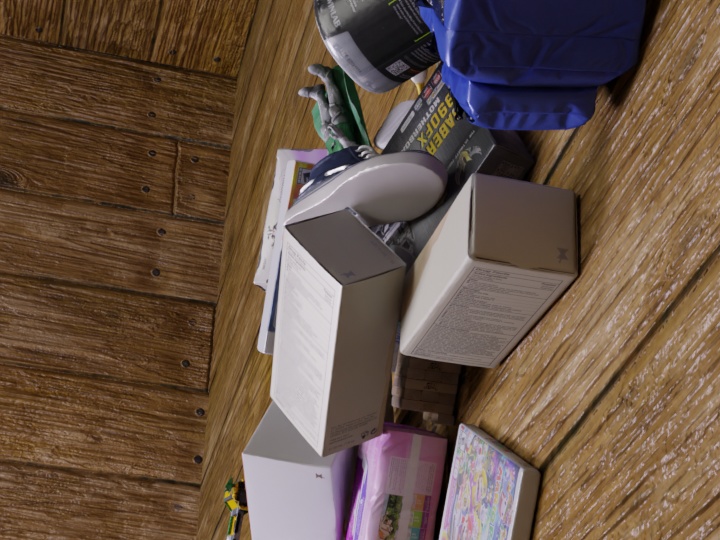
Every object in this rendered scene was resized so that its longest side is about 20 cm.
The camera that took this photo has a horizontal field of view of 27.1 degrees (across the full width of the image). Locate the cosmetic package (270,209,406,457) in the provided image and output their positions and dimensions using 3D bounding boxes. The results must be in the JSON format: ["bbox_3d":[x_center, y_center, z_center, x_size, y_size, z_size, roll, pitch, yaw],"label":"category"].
[{"bbox_3d":[-0.024,0.058,1.367,0.104,0.073,0.201,46,140,40],"label":"cosmetic package"}]

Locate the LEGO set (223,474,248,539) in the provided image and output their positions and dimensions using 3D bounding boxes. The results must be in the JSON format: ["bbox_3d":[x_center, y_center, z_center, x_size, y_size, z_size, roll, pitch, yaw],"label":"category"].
[{"bbox_3d":[-0.061,0.295,1.606,0.116,0.199,0.154,-38,30,63],"label":"LEGO set"}]

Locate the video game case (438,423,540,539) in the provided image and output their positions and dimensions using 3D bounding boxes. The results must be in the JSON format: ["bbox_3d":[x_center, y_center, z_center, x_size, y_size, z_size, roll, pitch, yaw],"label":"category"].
[{"bbox_3d":[0.103,0.217,1.259,0.200,0.018,0.144,-156,76,-78],"label":"video game case"}]

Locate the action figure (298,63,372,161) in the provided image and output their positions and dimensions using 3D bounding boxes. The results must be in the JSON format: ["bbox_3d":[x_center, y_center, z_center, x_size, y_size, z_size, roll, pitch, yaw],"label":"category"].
[{"bbox_3d":[-0.016,-0.134,1.640,0.118,0.054,0.201,114,141,-53],"label":"action figure"}]

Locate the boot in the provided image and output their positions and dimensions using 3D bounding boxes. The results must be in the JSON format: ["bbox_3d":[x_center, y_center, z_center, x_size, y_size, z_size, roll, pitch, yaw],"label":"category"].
[{"bbox_3d":[0.008,-0.088,1.384,0.199,0.073,0.091,-19,38,42],"label":"boot"}]

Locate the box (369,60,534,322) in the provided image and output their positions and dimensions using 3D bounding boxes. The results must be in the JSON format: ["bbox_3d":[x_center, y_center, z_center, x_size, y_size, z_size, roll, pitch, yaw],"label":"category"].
[{"bbox_3d":[0.065,-0.073,1.393,0.200,0.048,0.159,-56,32,25],"label":"box"}]

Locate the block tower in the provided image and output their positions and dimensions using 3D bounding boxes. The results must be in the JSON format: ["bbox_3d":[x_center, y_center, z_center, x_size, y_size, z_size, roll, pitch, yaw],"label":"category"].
[{"bbox_3d":[0.073,0.046,1.450,0.054,0.057,0.201,180,98,-79],"label":"block tower"}]

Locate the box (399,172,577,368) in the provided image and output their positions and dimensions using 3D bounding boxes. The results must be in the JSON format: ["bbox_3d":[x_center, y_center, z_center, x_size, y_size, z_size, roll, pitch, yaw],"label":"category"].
[{"bbox_3d":[0.103,0.005,1.239,0.200,0.094,0.078,123,155,-60],"label":"box"}]

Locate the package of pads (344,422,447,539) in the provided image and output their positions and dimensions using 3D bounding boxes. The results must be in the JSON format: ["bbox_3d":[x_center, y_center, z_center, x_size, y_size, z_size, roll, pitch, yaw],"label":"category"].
[{"bbox_3d":[0.028,0.250,1.460,0.120,0.075,0.201,168,111,-78],"label":"package of pads"}]

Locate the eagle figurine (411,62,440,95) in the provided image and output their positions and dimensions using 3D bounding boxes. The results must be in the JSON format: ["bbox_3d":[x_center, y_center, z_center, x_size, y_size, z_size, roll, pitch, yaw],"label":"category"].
[{"bbox_3d":[0.059,-0.259,1.563,0.151,0.151,0.200,56,-178,3],"label":"eagle figurine"}]

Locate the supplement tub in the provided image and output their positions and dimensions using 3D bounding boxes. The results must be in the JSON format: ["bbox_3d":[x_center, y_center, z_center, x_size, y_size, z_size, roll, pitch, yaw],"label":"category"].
[{"bbox_3d":[0.066,-0.259,1.371,0.199,0.122,0.123,-27,42,27],"label":"supplement tub"}]

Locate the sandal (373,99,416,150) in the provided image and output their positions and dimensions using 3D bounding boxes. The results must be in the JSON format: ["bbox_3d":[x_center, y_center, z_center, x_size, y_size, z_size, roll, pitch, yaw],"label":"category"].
[{"bbox_3d":[0.080,-0.143,1.555,0.079,0.059,0.207,-58,20,-6],"label":"sandal"}]

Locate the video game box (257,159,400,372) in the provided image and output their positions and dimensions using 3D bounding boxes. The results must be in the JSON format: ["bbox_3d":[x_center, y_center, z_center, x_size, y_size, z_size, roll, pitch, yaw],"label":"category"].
[{"bbox_3d":[0.000,0.000,1.533,0.047,0.181,0.201,-166,85,-75],"label":"video game box"}]

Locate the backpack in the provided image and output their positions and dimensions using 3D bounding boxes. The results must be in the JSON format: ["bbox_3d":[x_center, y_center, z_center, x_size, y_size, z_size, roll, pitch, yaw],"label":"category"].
[{"bbox_3d":[0.117,-0.209,1.162,0.200,0.162,0.169,-105,23,-62],"label":"backpack"}]

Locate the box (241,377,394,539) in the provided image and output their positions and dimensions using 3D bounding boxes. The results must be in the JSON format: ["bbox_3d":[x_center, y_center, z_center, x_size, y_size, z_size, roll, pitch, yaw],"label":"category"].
[{"bbox_3d":[-0.039,0.184,1.562,0.200,0.097,0.125,-60,-28,-53],"label":"box"}]

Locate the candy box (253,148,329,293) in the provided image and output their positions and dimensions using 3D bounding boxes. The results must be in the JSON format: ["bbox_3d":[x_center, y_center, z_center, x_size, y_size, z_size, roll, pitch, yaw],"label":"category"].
[{"bbox_3d":[-0.042,-0.030,1.775,0.200,0.071,0.169,41,-125,-61],"label":"candy box"}]
